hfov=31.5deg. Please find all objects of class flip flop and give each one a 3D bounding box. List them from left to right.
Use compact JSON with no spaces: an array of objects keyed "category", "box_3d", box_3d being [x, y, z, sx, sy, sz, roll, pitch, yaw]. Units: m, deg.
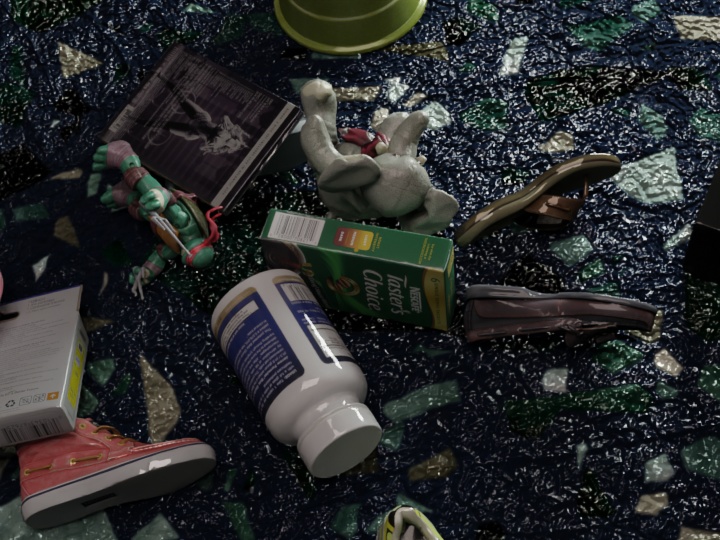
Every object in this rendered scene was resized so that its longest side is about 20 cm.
[{"category":"flip flop","box_3d":[0.198,-0.067,1.391,0.199,0.081,0.058,-27,76,-9]}]

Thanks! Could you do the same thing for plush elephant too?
[{"category":"plush elephant","box_3d":[0.021,-0.111,1.378,0.155,0.164,0.201,-7,65,51]}]

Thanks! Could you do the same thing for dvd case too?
[{"category":"dvd case","box_3d":[-0.183,-0.165,1.452,0.200,0.016,0.149,30,76,25]}]

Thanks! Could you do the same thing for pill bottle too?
[{"category":"pill bottle","box_3d":[-0.062,0.105,1.286,0.111,0.111,0.200,-27,59,-11]}]

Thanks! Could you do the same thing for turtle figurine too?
[{"category":"turtle figurine","box_3d":[-0.221,-0.049,1.395,0.100,0.150,0.200,-17,49,-35]}]

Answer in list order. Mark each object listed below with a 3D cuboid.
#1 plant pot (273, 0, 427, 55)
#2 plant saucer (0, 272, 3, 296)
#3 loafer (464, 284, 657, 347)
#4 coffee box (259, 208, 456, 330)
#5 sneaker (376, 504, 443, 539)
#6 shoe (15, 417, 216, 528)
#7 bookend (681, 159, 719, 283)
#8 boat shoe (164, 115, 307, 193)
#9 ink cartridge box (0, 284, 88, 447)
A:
[{"category":"plant pot","box_3d":[-0.021,-0.400,1.553,0.199,0.190,0.201,-3,58,4]},{"category":"plant saucer","box_3d":[-0.474,0.055,1.369,0.199,0.051,0.201,-11,36,8]},{"category":"loafer","box_3d":[0.205,0.056,1.323,0.199,0.072,0.063,6,78,17]},{"category":"coffee box","box_3d":[0.000,0.000,1.340,0.199,0.123,0.044,11,58,11]},{"category":"sneaker","box_3d":[0.069,0.306,1.166,0.075,0.077,0.200,-28,60,-13]},{"category":"shoe","box_3d":[-0.249,0.185,1.281,0.199,0.072,0.091,-18,61,-1]},{"category":"bookend","box_3d":[0.470,-0.068,1.347,0.198,0.092,0.201,20,61,16]},{"category":"boat shoe","box_3d":[-0.141,-0.157,1.482,0.199,0.071,0.091,-19,62,-3]},{"category":"ink cartridge box","box_3d":[-0.387,0.110,1.335,0.197,0.047,0.200,-14,33,6]}]
